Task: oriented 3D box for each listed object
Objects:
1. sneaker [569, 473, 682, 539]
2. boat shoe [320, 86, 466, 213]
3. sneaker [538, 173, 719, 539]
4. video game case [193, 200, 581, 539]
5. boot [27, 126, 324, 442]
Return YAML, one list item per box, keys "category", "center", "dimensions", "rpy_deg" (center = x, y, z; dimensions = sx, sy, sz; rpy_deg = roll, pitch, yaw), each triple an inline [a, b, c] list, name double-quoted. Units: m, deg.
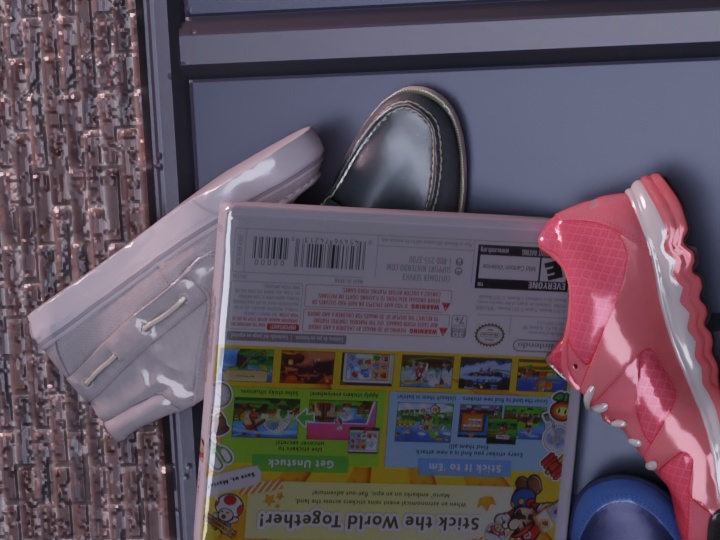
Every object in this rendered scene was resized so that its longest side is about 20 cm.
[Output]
- category: "sneaker"
  center: [0.144, 0.206, 1.323]
  dimensions: [0.074, 0.082, 0.201]
  rpy_deg: [-5, 95, 16]
- category: "boat shoe"
  center: [0.000, 0.000, 1.340]
  dimensions: [0.073, 0.062, 0.200]
  rpy_deg: [24, 101, 13]
- category: "sneaker"
  center: [0.141, 0.056, 1.304]
  dimensions: [0.087, 0.074, 0.201]
  rpy_deg: [-13, 87, 4]
- category: "video game case"
  center: [0.018, 0.059, 1.319]
  dimensions: [0.199, 0.023, 0.182]
  rpy_deg: [3, 99, -15]
- category: "boot"
  center: [-0.079, 0.011, 1.364]
  dimensions: [0.200, 0.074, 0.096]
  rpy_deg: [-34, 95, 24]
